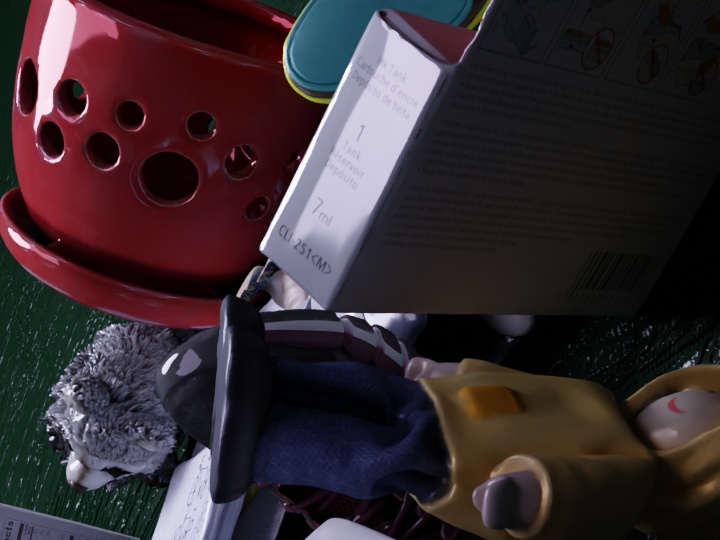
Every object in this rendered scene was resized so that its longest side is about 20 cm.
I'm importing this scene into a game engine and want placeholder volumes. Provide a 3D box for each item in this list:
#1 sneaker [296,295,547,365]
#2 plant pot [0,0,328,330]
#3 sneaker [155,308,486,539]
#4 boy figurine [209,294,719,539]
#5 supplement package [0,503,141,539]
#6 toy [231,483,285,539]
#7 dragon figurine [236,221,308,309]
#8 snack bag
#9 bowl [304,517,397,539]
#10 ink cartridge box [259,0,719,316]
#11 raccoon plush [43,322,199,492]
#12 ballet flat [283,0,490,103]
[{"bbox_3d":[0.048,-0.017,0.731,0.129,0.079,0.200,-1,51,53],"label":"sneaker"},{"bbox_3d":[-0.120,-0.074,0.988,0.184,0.199,0.201,-70,24,15],"label":"plant pot"},{"bbox_3d":[0.013,0.092,0.614,0.076,0.199,0.116,-37,49,30],"label":"sneaker"},{"bbox_3d":[0.049,0.056,0.532,0.124,0.198,0.065,-103,20,-76],"label":"boy figurine"},{"bbox_3d":[-0.280,0.232,1.112,0.151,0.199,0.152,-13,62,63],"label":"supplement package"},{"bbox_3d":[-0.065,0.187,0.874,0.115,0.047,0.202,-23,48,64],"label":"toy"},{"bbox_3d":[0.000,0.000,0.847,0.059,0.099,0.201,-45,16,47],"label":"dragon figurine"},{"bbox_3d":[-0.081,0.099,0.921,0.189,0.021,0.201,137,154,-66],"label":"snack bag"},{"bbox_3d":[0.029,0.190,0.506,0.201,0.074,0.199,66,161,-14],"label":"bowl"},{"bbox_3d":[0.076,-0.065,0.571,0.043,0.199,0.175,40,112,33],"label":"ink cartridge box"},{"bbox_3d":[-0.145,0.051,1.035,0.134,0.096,0.202,121,158,-65],"label":"raccoon plush"},{"bbox_3d":[0.049,-0.149,0.787,0.200,0.067,0.067,-43,-14,7],"label":"ballet flat"}]
